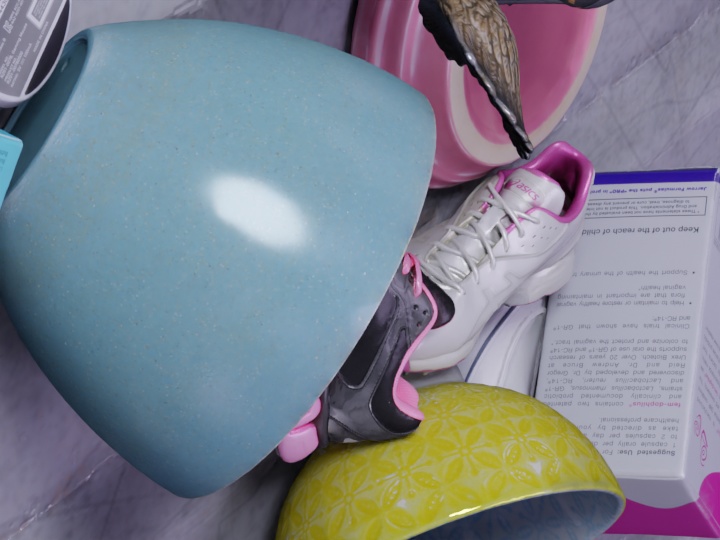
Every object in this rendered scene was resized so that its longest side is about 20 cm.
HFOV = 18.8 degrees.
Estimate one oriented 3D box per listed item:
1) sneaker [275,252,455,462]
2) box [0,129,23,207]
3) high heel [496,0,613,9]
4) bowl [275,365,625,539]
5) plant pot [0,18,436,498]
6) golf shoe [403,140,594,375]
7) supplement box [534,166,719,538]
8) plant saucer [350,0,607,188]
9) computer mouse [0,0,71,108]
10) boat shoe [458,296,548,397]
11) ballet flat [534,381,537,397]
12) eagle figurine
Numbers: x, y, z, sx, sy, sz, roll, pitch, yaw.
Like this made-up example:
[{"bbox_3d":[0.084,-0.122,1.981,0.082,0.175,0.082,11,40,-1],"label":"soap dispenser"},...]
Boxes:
[{"bbox_3d":[0.000,0.000,1.075,0.079,0.095,0.201,-96,-173,-64],"label":"sneaker"},{"bbox_3d":[-0.204,0.027,0.830,0.049,0.082,0.201,15,97,-56],"label":"box"},{"bbox_3d":[0.089,-0.223,1.017,0.071,0.142,0.202,-7,97,-37],"label":"high heel"},{"bbox_3d":[0.034,0.114,1.189,0.199,0.108,0.200,-19,159,-7],"label":"bowl"},{"bbox_3d":[-0.082,-0.025,0.906,0.134,0.200,0.201,32,82,-21],"label":"plant pot"},{"bbox_3d":[0.062,-0.013,1.188,0.200,0.075,0.092,-34,155,-49],"label":"golf shoe"},{"bbox_3d":[0.172,0.050,1.317,0.101,0.103,0.201,52,42,-55],"label":"supplement box"},{"bbox_3d":[0.073,-0.136,1.164,0.200,0.051,0.202,-35,136,-41],"label":"plant saucer"},{"bbox_3d":[-0.178,-0.126,0.805,0.200,0.044,0.110,48,58,-52],"label":"computer mouse"},{"bbox_3d":[0.082,0.105,1.314,0.073,0.065,0.201,6,105,-56],"label":"boat shoe"},{"bbox_3d":[0.170,0.092,1.441,0.199,0.062,0.068,-12,119,-52],"label":"ballet flat"},{"bbox_3d":[0.031,-0.150,0.950,0.151,0.199,0.152,-52,145,-22],"label":"eagle figurine"}]
